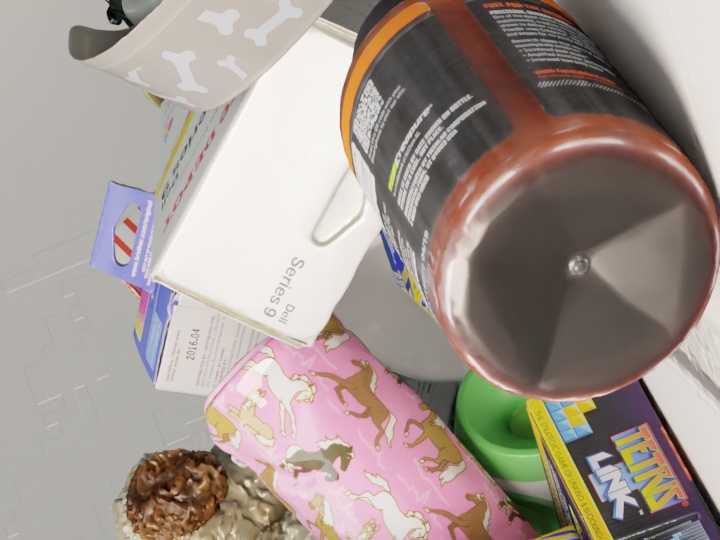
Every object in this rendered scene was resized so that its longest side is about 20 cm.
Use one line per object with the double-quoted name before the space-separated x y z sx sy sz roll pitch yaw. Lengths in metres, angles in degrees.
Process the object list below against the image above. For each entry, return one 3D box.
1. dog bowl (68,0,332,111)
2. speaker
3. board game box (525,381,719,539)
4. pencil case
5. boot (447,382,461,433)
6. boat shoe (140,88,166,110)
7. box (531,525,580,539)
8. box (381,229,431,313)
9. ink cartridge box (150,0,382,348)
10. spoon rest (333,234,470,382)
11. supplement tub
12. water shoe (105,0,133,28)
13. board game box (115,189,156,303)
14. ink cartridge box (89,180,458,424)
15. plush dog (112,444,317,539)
"dog bowl" -0.042 -0.154 1.225 0.059 0.201 0.200 35 -174 -17
"speaker" 0.101 0.125 1.450 0.201 0.088 0.089 73 174 -47
"board game box" 0.144 0.169 1.323 0.166 0.056 0.201 -113 4 -47
"pencil case" 0.016 0.113 1.368 0.200 0.083 0.087 47 157 13
"boot" 0.073 0.077 1.603 0.169 0.076 0.200 61 179 32
"boat shoe" -0.048 -0.113 1.504 0.063 0.200 0.074 26 114 40
"box" 0.018 0.186 1.265 0.070 0.199 0.065 -117 7 -60
"box" 0.052 -0.021 1.320 0.200 0.070 0.065 -138 29 -80
"ink cartridge box" -0.028 -0.080 1.326 0.146 0.087 0.200 -61 16 23
"spoon rest" 0.000 0.000 1.454 0.061 0.199 0.100 -97 27 -60
"supplement tub" 0.054 -0.042 1.069 0.200 0.106 0.107 -117 7 -59
"water shoe" -0.144 -0.186 1.479 0.072 0.078 0.201 -122 14 -64
"board game box" -0.036 0.003 1.636 0.046 0.151 0.200 40 172 47
"ink cartridge box" -0.038 -0.004 1.527 0.076 0.199 0.137 -124 45 -63
"plush dog" -0.049 0.147 1.536 0.200 0.171 0.162 95 -166 -80
